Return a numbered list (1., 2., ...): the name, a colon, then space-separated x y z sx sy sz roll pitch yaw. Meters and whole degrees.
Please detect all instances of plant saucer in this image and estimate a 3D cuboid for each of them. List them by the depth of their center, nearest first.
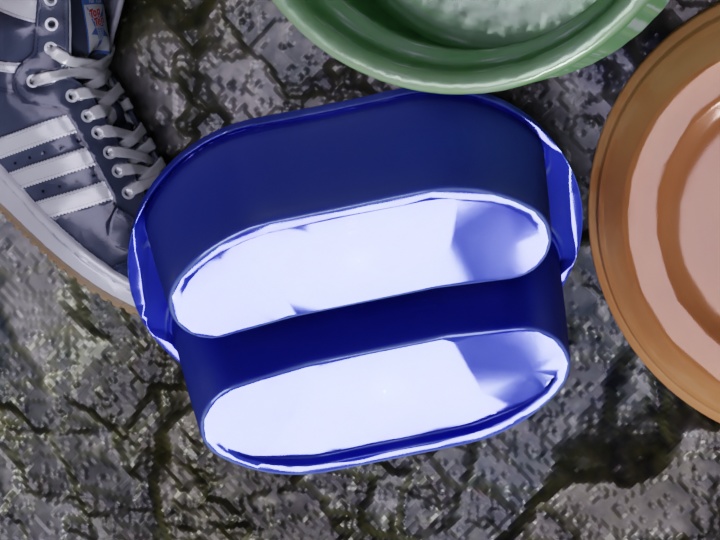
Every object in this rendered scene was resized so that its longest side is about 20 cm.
1. plant saucer: 0.191 -0.022 1.064 0.199 0.037 0.201 3 100 17

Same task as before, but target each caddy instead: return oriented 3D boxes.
1. caddy: 0.000 0.000 1.077 0.199 0.105 0.142 -11 124 0

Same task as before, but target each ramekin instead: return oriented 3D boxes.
1. ramekin: 0.053 -0.170 1.040 0.199 0.098 0.201 0 89 16

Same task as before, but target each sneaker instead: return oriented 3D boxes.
1. sneaker: -0.117 -0.066 1.138 0.200 0.070 0.109 38 109 12
